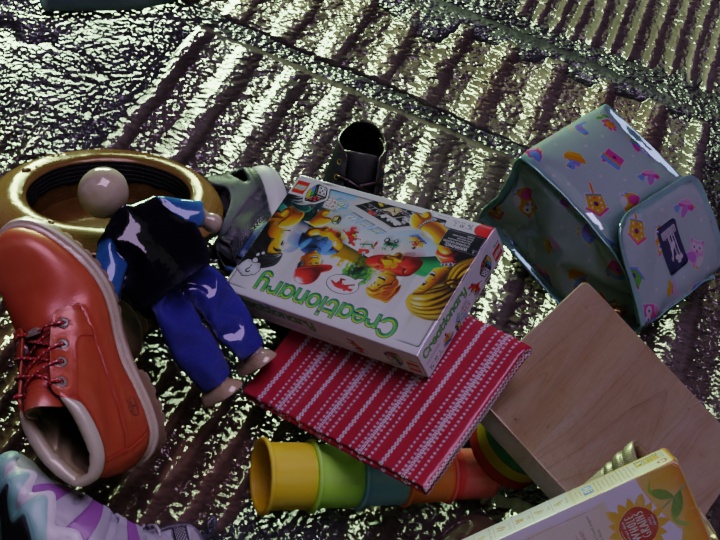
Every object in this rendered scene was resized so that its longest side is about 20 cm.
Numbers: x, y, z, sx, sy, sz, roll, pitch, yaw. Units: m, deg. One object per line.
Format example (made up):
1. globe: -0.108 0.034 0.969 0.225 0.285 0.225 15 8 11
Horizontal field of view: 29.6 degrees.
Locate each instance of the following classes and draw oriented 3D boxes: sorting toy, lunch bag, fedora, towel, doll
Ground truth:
1. sorting toy: 0.188 0.140 1.106 0.199 0.070 0.200 47 43 7
2. lunch bag: 0.244 -0.042 1.315 0.200 0.122 0.170 46 46 16
3. fedora: -0.216 -0.034 1.159 0.198 0.083 0.201 6 31 -3
4. towel: 0.017 0.079 1.056 0.199 0.023 0.145 23 66 37
5. doll: -0.152 0.007 1.052 0.136 0.048 0.201 -39 100 -31

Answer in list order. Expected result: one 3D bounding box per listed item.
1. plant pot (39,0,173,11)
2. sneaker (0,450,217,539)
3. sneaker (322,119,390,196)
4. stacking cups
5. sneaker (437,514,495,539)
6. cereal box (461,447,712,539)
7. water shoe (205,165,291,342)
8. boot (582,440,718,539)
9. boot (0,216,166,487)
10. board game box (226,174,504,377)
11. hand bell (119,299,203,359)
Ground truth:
1. plant pot: -0.243 -0.403 1.473 0.198 0.197 0.197 2 44 -28
2. sneaker: -0.165 0.195 0.965 0.139 0.078 0.201 -22 65 -37
3. sneaker: -0.012 -0.042 1.232 0.074 0.107 0.201 6 44 -13
4. stacking cups: 0.013 0.160 1.075 0.198 0.061 0.061 2 44 -24
5. sneaker: 0.067 0.242 0.988 0.070 0.076 0.200 26 43 9
6. cereal box: 0.143 0.224 0.902 0.198 0.145 0.040 -24 7 3
7. water shoe: -0.092 -0.003 1.191 0.078 0.072 0.202 -6 52 -15
8. boot: 0.193 0.240 0.960 0.073 0.155 0.201 13 43 -61
9. boot: -0.214 0.056 0.963 0.202 0.075 0.107 62 22 0
10. board game box: 0.000 0.000 1.089 0.198 0.035 0.127 17 61 33
11. hand bell: -0.174 0.042 1.124 0.104 0.105 0.199 40 34 23
